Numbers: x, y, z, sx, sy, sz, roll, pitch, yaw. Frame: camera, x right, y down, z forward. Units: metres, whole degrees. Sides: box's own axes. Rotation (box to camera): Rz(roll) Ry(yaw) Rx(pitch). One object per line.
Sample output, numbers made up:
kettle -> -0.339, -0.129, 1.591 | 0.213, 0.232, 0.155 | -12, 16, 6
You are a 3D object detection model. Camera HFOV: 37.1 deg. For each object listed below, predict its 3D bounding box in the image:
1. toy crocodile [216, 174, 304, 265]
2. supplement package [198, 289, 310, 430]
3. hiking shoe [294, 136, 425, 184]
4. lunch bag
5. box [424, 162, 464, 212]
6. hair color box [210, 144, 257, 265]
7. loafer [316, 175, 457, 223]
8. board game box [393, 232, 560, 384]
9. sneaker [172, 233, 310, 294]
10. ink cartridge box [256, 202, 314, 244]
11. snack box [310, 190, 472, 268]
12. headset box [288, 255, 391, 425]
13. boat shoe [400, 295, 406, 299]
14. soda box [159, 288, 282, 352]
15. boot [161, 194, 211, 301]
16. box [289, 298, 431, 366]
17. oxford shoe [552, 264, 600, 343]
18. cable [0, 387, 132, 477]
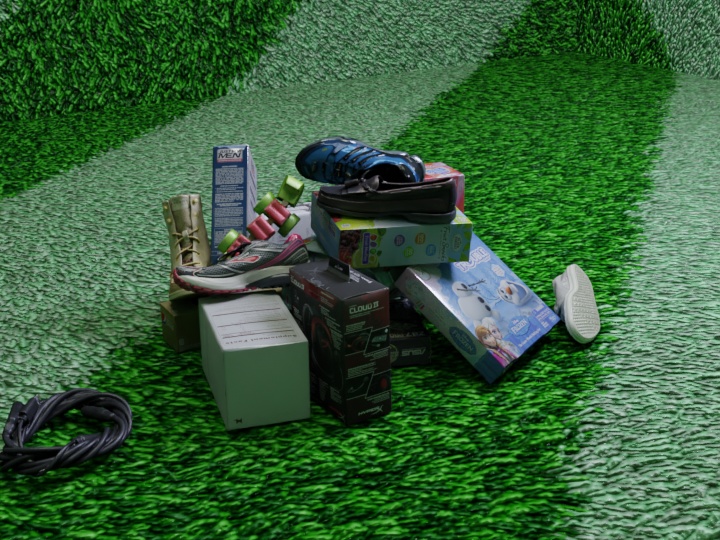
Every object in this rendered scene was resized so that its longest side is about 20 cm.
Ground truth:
toy crocodile -> -0.153, -0.056, 1.605 | 0.200, 0.067, 0.062 | -48, 2, -5
supplement package -> -0.148, 0.117, 1.474 | 0.117, 0.118, 0.200 | -6, 21, -16
hiking shoe -> -0.004, -0.153, 1.592 | 0.199, 0.075, 0.087 | 5, 19, 9
lunch bag -> 0.000, 0.000, 1.640 | 0.199, 0.123, 0.170 | 3, 16, 36
box -> 0.117, -0.078, 1.854 | 0.095, 0.201, 0.100 | -8, 21, -20
hair color box -> -0.201, -0.089, 1.710 | 0.060, 0.201, 0.100 | -2, -19, 2
loafer -> 0.038, -0.111, 1.509 | 0.199, 0.063, 0.072 | 6, 26, 4
board game box -> 0.176, 0.047, 1.582 | 0.199, 0.043, 0.200 | 45, 36, 12
sneaker -> -0.172, -0.006, 1.547 | 0.199, 0.075, 0.081 | -7, -1, -18
ink cartridge box -> -0.103, -0.037, 1.841 | 0.199, 0.146, 0.083 | -8, 16, -16
snack box -> 0.042, -0.067, 1.572 | 0.199, 0.068, 0.169 | -3, 24, -17
headset box -> -0.028, 0.082, 1.437 | 0.075, 0.201, 0.148 | -14, 22, -29
boat shoe -> 0.153, 0.038, 1.731 | 0.199, 0.076, 0.060 | 17, -16, 8
soda box -> -0.209, 0.068, 1.690 | 0.199, 0.064, 0.068 | -14, 23, -28
boot -> -0.269, -0.038, 1.664 | 0.072, 0.156, 0.200 | -8, 8, 0
box -> -0.005, 0.095, 1.619 | 0.199, 0.049, 0.161 | -4, 18, -8
oxford shoe -> 0.332, 0.060, 1.682 | 0.058, 0.075, 0.200 | -37, 18, 23
cable -> -0.372, 0.209, 1.362 | 0.162, 0.051, 0.200 | 0, 17, -9
